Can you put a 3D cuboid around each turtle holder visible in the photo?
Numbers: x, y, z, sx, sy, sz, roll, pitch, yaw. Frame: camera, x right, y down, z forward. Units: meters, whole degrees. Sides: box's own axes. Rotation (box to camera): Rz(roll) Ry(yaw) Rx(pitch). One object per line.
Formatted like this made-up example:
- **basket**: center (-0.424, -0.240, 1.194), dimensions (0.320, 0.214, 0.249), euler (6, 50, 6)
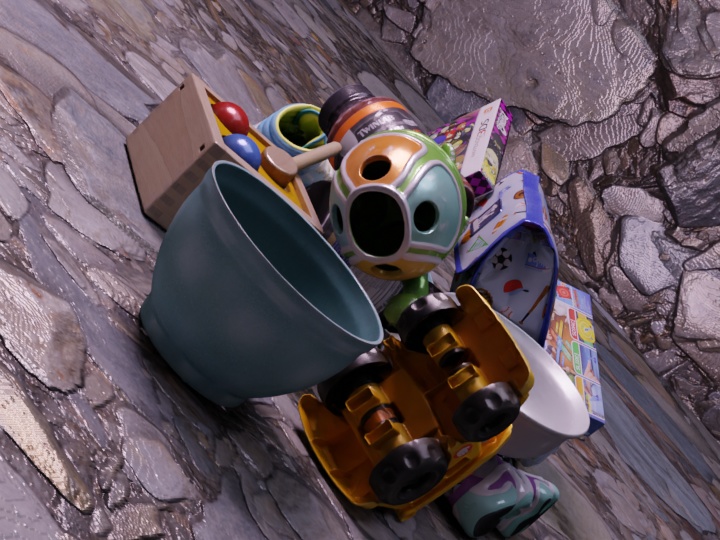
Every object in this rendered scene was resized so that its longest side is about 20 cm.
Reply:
- **turtle holder**: center (0.028, -0.044, 1.634), dimensions (0.140, 0.186, 0.132), euler (22, 20, 8)

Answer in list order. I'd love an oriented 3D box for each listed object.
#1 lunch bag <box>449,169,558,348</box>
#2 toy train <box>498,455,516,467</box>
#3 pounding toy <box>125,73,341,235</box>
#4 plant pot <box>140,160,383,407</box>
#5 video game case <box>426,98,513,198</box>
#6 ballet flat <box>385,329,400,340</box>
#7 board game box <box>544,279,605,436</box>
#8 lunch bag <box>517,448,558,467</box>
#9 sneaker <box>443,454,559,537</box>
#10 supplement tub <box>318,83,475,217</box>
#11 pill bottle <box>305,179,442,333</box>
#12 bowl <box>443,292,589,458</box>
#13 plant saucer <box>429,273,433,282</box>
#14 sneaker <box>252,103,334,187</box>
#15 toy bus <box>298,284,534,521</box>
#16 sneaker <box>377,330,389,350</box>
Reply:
- **lunch bag**: center (0.157, 0.005, 1.788), dimensions (0.123, 0.201, 0.170), euler (13, 24, -3)
- **toy train**: center (0.127, 0.176, 1.815), dimensions (0.201, 0.046, 0.034), euler (62, 12, 21)
- **pounding toy**: center (-0.113, -0.095, 1.656), dimensions (0.200, 0.142, 0.184), euler (40, 15, -32)
- **plant pot**: center (-0.096, 0.028, 1.350), dimensions (0.200, 0.134, 0.200), euler (44, 13, -13)
- **video game case**: center (0.077, -0.111, 1.910), dimensions (0.036, 0.199, 0.182), euler (56, 28, -21)
- **ballet flat**: center (0.050, 0.108, 1.766), dimensions (0.200, 0.064, 0.076), euler (42, 14, -22)
- **board game box**: center (0.223, 0.089, 1.952), dimensions (0.135, 0.034, 0.201), euler (25, 43, -25)
- **lunch bag**: center (0.187, 0.137, 2.008), dimensions (0.170, 0.127, 0.200), euler (45, 18, -2)
- **sneaker**: center (0.127, 0.203, 1.700), dimensions (0.140, 0.078, 0.200), euler (53, 13, 22)
- **supplement tub**: center (0.031, -0.117, 1.784), dimensions (0.200, 0.107, 0.107), euler (52, 13, 33)
- **pill bottle**: center (0.000, 0.000, 1.821), dimensions (0.200, 0.112, 0.112), euler (41, 14, -28)
- **bowl**: center (0.127, 0.122, 1.637), dimensions (0.201, 0.090, 0.201), euler (34, 21, -15)
- **plant saucer**: center (0.049, 0.013, 2.006), dimensions (0.200, 0.036, 0.201), euler (-19, 90, -74)
- **sneaker**: center (-0.051, -0.135, 1.926), dimensions (0.199, 0.130, 0.080), euler (9, 63, -42)
- **toy bus**: center (0.074, 0.134, 1.479), dimensions (0.136, 0.200, 0.192), euler (57, 8, 32)
- **sneaker**: center (0.000, 0.082, 1.612), dimensions (0.140, 0.078, 0.200), euler (46, 13, -8)
